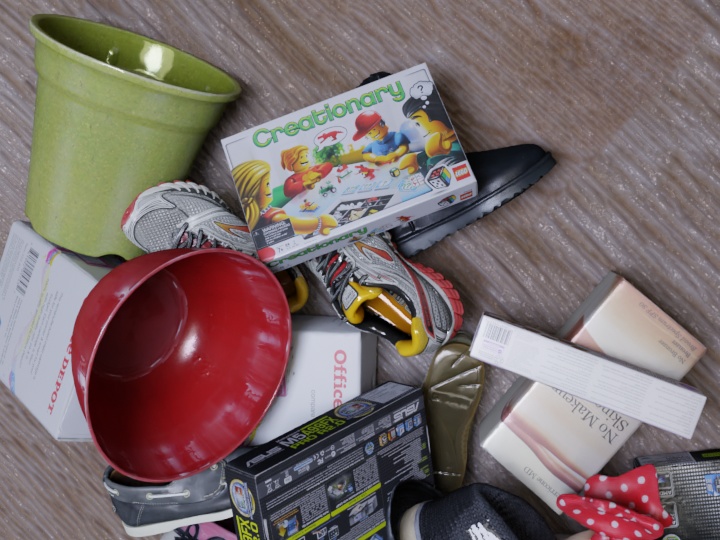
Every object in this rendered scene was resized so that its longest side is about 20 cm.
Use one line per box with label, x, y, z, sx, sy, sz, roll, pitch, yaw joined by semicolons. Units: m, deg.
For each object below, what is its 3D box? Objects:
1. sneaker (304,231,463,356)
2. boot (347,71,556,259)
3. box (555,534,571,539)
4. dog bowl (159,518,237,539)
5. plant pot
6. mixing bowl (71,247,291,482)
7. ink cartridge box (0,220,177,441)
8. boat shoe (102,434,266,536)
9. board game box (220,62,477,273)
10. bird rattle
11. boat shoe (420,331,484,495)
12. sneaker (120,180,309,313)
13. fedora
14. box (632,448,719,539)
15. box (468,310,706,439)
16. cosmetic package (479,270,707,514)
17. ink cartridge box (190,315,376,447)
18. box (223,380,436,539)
sneaker;0.000;0.000;0.822;0.199;0.082;0.078;36;123;14
boot;0.062;-0.117;0.862;0.199;0.076;0.169;-29;92;16
box;0.207;0.359;0.879;0.041;0.039;0.203;-1;93;9
dog bowl;-0.106;0.291;0.865;0.198;0.200;0.074;23;77;8
plant pot;-0.235;-0.119;0.869;0.198;0.200;0.186;24;108;7
mixing bowl;-0.166;0.062;0.771;0.108;0.199;0.202;25;99;42
ink cartridge box;-0.280;0.055;0.880;0.199;0.084;0.146;28;100;43
boat shoe;-0.137;0.182;0.815;0.198;0.072;0.068;-17;107;14
board game box;-0.011;-0.090;0.801;0.198;0.035;0.127;-21;69;-1
bird rattle;0.229;0.276;0.790;0.200;0.113;0.163;43;122;-7
boat shoe;0.073;0.160;0.894;0.072;0.063;0.203;14;102;4
sneaker;-0.126;-0.019;0.846;0.198;0.082;0.078;21;110;-32
fedora;0.113;0.244;0.759;0.091;0.200;0.201;-38;87;19
box;0.367;0.263;0.850;0.197;0.047;0.196;-8;91;11
box;0.192;0.088;0.784;0.198;0.039;0.042;19;97;9
cosmetic package;0.210;0.110;0.846;0.103;0.087;0.201;38;99;4
ink cartridge box;-0.088;0.121;0.891;0.197;0.085;0.147;1;95;8
box;-0.016;0.206;0.789;0.044;0.199;0.162;6;110;45
